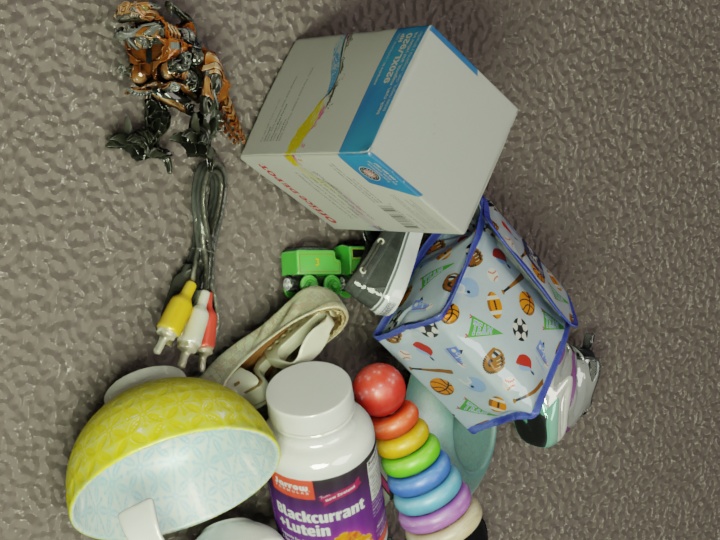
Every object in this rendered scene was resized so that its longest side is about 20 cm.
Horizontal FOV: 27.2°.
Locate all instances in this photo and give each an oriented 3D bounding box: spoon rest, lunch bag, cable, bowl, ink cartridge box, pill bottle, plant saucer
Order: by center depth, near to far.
[{"bbox_3d":[-0.183,0.153,1.365,0.200,0.200,0.108,4,50,-40],"label":"bowl"},{"bbox_3d":[-0.147,0.262,1.397,0.200,0.099,0.061,29,39,-53],"label":"spoon rest"},{"bbox_3d":[-0.144,-0.001,1.425,0.097,0.050,0.200,32,73,-55],"label":"cable"},{"bbox_3d":[0.016,-0.134,1.443,0.147,0.200,0.145,37,69,-37],"label":"ink cartridge box"},{"bbox_3d":[-0.037,0.191,1.445,0.111,0.111,0.200,-33,131,-32],"label":"pill bottle"},{"bbox_3d":[0.135,0.038,1.564,0.170,0.124,0.200,48,49,-23],"label":"lunch bag"},{"bbox_3d":[0.109,0.169,1.630,0.201,0.039,0.201,3,86,-59],"label":"plant saucer"}]

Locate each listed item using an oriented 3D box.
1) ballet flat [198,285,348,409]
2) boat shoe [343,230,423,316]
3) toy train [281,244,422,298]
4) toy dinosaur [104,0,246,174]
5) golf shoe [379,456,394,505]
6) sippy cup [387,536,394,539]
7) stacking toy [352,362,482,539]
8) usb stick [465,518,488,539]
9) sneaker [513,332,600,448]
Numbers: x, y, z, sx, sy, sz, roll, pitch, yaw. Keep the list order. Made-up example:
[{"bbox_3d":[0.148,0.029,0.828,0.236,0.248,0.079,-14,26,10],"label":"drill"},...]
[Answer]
[{"bbox_3d":[-0.093,0.091,1.449,0.200,0.062,0.067,-46,128,-10],"label":"ballet flat"},{"bbox_3d":[0.030,-0.042,1.530,0.057,0.069,0.200,27,47,-12],"label":"boat shoe"},{"bbox_3d":[0.000,0.000,1.558,0.200,0.042,0.057,-1,86,-40],"label":"toy train"},{"bbox_3d":[-0.159,-0.167,1.368,0.200,0.102,0.136,26,65,-36],"label":"toy dinosaur"},{"bbox_3d":[-0.022,0.188,1.542,0.200,0.073,0.092,36,73,-37],"label":"golf shoe"},{"bbox_3d":[0.012,0.328,1.526,0.178,0.130,0.140,-39,119,-32],"label":"sippy cup"},{"bbox_3d":[0.047,0.184,1.511,0.085,0.085,0.200,-38,111,-30],"label":"stacking toy"},{"bbox_3d":[0.071,0.342,1.670,0.200,0.033,0.056,-37,125,-30],"label":"usb stick"},{"bbox_3d":[0.230,0.094,1.747,0.140,0.078,0.200,-29,122,-37],"label":"sneaker"}]
